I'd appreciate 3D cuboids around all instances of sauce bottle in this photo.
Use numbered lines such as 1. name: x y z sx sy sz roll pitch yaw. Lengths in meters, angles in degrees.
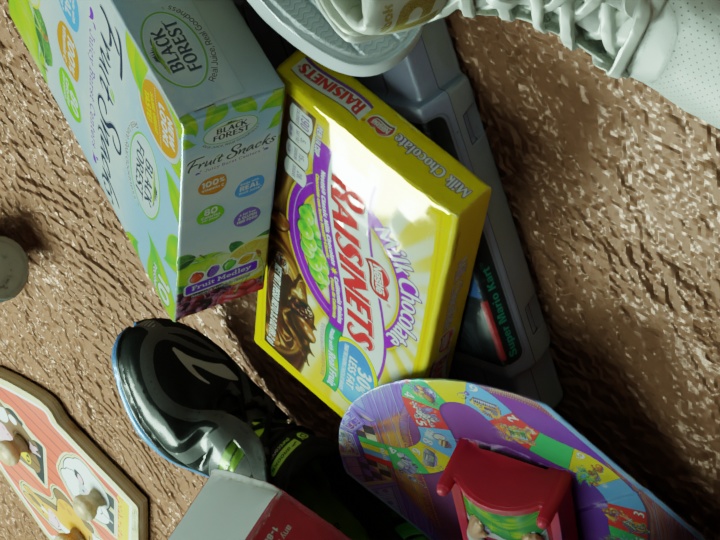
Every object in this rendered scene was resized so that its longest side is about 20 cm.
1. sauce bottle: -0.271 0.007 1.330 0.066 0.066 0.199 59 154 -13

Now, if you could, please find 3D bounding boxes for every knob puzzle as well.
1. knob puzzle: -0.229 0.150 1.472 0.219 0.030 0.221 38 149 27

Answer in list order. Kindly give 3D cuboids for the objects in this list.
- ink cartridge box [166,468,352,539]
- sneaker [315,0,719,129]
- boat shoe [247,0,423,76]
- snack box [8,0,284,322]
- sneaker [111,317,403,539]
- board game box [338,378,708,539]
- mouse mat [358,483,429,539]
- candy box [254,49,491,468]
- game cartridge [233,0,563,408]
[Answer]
1. ink cartridge box: -0.017 0.214 0.981 0.199 0.146 0.144 37 168 -14
2. sneaker: 0.050 -0.092 0.675 0.200 0.115 0.074 42 149 16
3. boat shoe: -0.042 -0.159 0.805 0.201 0.072 0.062 54 175 8
4. snack box: -0.101 -0.100 0.905 0.201 0.053 0.143 59 159 28
5. sneaker: -0.049 0.095 1.090 0.200 0.071 0.083 46 146 4
6. board game box: 0.073 0.127 0.908 0.200 0.039 0.158 40 148 -15
7. mouse mat: 0.064 0.164 1.067 0.199 0.008 0.162 -2 121 58
8. candy box: 0.000 0.000 0.887 0.102 0.026 0.201 38 150 19
9. game cartridge: 0.014 -0.029 0.893 0.129 0.038 0.201 22 140 50
